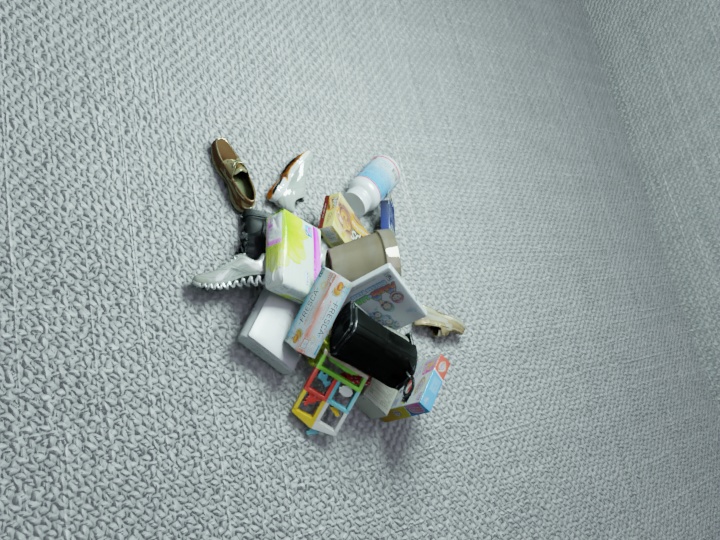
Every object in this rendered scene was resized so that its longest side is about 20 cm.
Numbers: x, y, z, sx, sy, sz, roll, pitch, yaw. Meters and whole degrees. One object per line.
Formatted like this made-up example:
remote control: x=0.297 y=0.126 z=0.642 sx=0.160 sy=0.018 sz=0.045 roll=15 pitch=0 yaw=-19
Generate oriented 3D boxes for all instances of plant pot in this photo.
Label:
plant pot: x=0.000 y=0.000 z=1.534 sx=0.167 sy=0.200 sz=0.207 roll=-4 pitch=73 yaw=-14

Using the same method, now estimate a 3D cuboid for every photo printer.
photo printer: x=-0.195 y=0.127 z=1.474 sx=0.166 sy=0.068 sz=0.204 roll=42 pitch=53 yaw=-24

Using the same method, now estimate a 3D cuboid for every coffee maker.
coffee maker: x=0.035 y=0.186 z=1.425 sx=0.196 sy=0.192 sz=0.137 roll=29 pitch=95 yaw=-21

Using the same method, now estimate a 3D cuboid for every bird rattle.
bird rattle: x=-0.043 y=0.201 z=1.523 sx=0.197 sy=0.112 sz=0.166 roll=32 pitch=51 yaw=-14

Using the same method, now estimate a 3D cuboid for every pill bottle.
pill bottle: x=0.031 y=-0.249 z=1.768 sx=0.109 sy=0.108 sz=0.201 roll=48 pitch=52 yaw=-10

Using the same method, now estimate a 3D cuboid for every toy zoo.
toy zoo: x=-0.081 y=0.311 z=1.450 sx=0.129 sy=0.020 sz=0.204 roll=30 pitch=93 yaw=-10

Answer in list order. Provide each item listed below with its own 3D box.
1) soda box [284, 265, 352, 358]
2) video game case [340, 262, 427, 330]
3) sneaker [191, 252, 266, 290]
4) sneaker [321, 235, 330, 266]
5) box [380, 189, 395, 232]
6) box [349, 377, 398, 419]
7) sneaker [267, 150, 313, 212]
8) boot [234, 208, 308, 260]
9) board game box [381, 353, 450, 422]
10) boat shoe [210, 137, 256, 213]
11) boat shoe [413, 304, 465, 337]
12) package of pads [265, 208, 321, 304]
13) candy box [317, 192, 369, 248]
soda box: x=-0.100 y=0.100 z=1.414 sx=0.063 sy=0.068 sz=0.204 roll=29 pitch=89 yaw=-42
video game case: x=0.040 y=0.089 z=1.483 sx=0.183 sy=0.196 sz=0.024 roll=49 pitch=27 yaw=-29
sneaker: x=-0.304 y=0.004 z=1.418 sx=0.193 sy=0.075 sz=0.084 roll=-7 pitch=94 yaw=-18
sneaker: x=-0.107 y=-0.021 z=1.615 sx=0.115 sy=0.074 sz=0.204 roll=44 pitch=54 yaw=-29
box: x=0.083 y=-0.119 z=1.758 sx=0.031 sy=0.122 sz=0.207 roll=-4 pitch=69 yaw=10
box: x=0.060 y=0.286 z=1.600 sx=0.095 sy=0.077 sz=0.202 roll=43 pitch=53 yaw=-14
sneaker: x=-0.177 y=-0.242 z=1.644 sx=0.092 sy=0.075 sz=0.203 roll=43 pitch=60 yaw=-23
boot: x=-0.225 y=-0.062 z=1.530 sx=0.192 sy=0.073 sz=0.168 roll=9 pitch=65 yaw=-26
board game box: x=0.137 y=0.313 z=1.568 sx=0.040 sy=0.199 sz=0.155 roll=41 pitch=54 yaw=-13
boat shoe: x=-0.318 y=-0.252 z=1.534 sx=0.074 sy=0.073 sz=0.205 roll=-24 pitch=87 yaw=-39
boat shoe: x=0.233 y=0.166 z=1.786 sx=0.195 sy=0.073 sz=0.071 roll=23 pitch=72 yaw=-26
package of pads: x=-0.163 y=-0.032 z=1.454 sx=0.153 sy=0.067 sz=0.207 roll=27 pitch=52 yaw=-49
candy box: x=-0.040 y=-0.100 z=1.634 sx=0.201 sy=0.054 sz=0.118 roll=53 pitch=38 yaw=-43
